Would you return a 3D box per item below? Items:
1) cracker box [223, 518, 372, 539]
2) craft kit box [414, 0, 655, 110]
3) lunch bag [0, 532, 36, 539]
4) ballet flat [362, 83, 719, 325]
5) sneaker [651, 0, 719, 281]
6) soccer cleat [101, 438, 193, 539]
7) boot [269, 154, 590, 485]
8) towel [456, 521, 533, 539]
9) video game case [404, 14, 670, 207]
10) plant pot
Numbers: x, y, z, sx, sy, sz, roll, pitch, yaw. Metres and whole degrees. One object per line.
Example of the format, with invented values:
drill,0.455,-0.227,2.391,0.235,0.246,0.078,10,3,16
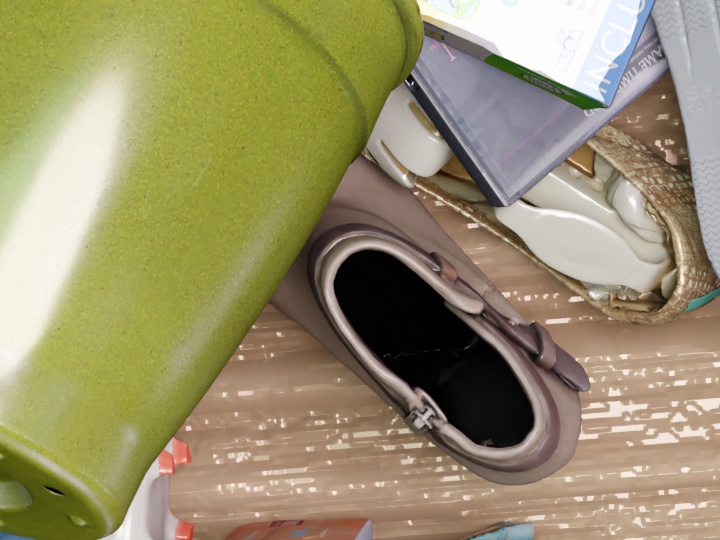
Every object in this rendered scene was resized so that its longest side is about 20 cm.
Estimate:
cracker box,-0.020,0.195,1.019,0.057,0.134,0.201,-3,89,4
craft kit box,0.031,-0.183,0.938,0.197,0.049,0.200,25,89,-9
lunch bag,-0.206,0.042,1.023,0.094,0.151,0.200,-31,78,-37
ballet flat,0.050,-0.045,1.044,0.200,0.065,0.071,29,118,4
sneaker,0.147,-0.086,1.001,0.073,0.071,0.201,-3,93,43
soccer cleat,-0.110,0.141,1.059,0.077,0.069,0.201,8,93,6
boot,0.000,0.000,1.011,0.200,0.146,0.070,38,92,2
towel,0.028,0.172,0.987,0.022,0.200,0.147,-4,91,23
video game case,0.045,-0.144,0.997,0.143,0.019,0.200,-40,103,-15
plant pot,-0.105,-0.024,0.906,0.200,0.200,0.193,20,70,3
